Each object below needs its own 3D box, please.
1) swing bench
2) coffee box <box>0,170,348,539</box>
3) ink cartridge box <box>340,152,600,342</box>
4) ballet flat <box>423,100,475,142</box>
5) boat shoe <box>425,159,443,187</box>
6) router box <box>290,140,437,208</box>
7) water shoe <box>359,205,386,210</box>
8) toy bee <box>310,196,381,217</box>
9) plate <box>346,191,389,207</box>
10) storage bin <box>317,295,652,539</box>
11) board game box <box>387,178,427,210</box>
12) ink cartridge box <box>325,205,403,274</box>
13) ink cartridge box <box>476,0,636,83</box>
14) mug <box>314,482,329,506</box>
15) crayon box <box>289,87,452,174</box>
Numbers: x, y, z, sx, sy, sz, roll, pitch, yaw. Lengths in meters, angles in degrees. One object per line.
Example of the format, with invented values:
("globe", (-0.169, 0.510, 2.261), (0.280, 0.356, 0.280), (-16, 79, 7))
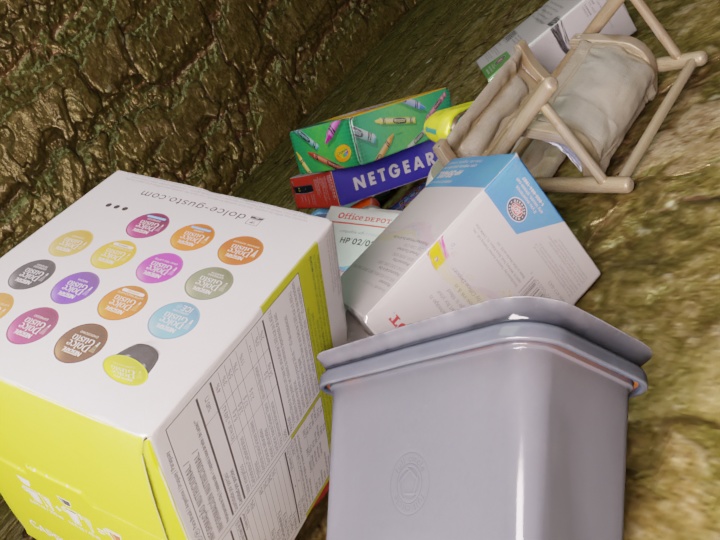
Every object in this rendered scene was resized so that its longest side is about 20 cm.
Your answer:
("swing bench", (0.212, -0.172, 0.722), (0.200, 0.130, 0.199), (-51, 15, -23))
("coffee box", (-0.134, 0.082, 0.479), (0.195, 0.204, 0.199), (13, 41, 24))
("ink cartridge box", (0.072, 0.020, 0.582), (0.200, 0.129, 0.125), (-44, 18, -7))
("ballet flat", (0.154, -0.190, 0.856), (0.197, 0.069, 0.066), (-21, 25, -38))
("boat shoe", (0.123, -0.116, 0.861), (0.201, 0.069, 0.073), (-46, -17, -50))
("router box", (0.016, -0.143, 0.996), (0.196, 0.050, 0.179), (-21, 12, -20))
("water shoe", (-0.030, -0.001, 0.848), (0.201, 0.071, 0.079), (-50, 24, -7))
("toy bee", (-0.045, -0.031, 0.977), (0.196, 0.110, 0.132), (-1, 45, 37))
("plate", (0.023, -0.152, 1.234), (0.198, 0.026, 0.201), (-38, 19, 15))
("storage bin", (0.066, 0.118, 0.402), (0.198, 0.143, 0.138), (-20, 55, 48))
("board game box", (0.074, -0.088, 0.994), (0.198, 0.019, 0.104), (-37, 20, 19))
("ink cartridge box", (0.000, 0.000, 0.751), (0.113, 0.068, 0.204), (8, 63, 36))
("ink cartridge box", (0.272, -0.320, 0.983), (0.198, 0.085, 0.147), (-36, 19, 19))
("mug", (-0.097, 0.169, 0.605), (0.177, 0.132, 0.202), (-44, 19, 28))
("crayon box", (0.020, -0.183, 0.902), (0.117, 0.060, 0.198), (0, 20, 46))
